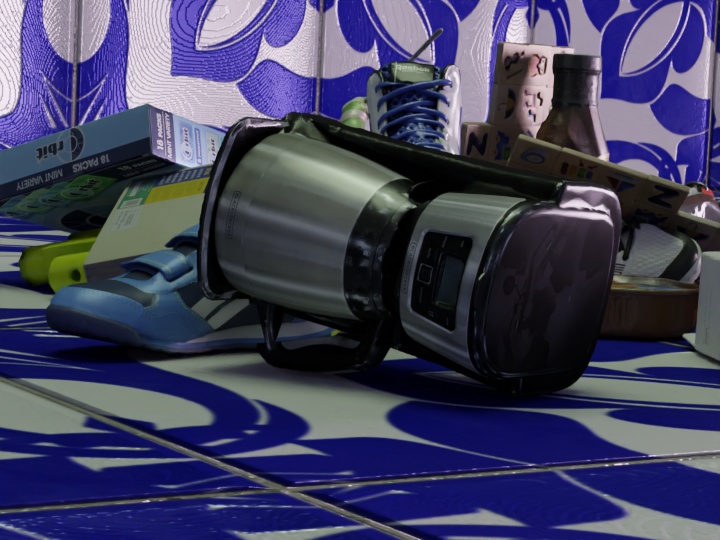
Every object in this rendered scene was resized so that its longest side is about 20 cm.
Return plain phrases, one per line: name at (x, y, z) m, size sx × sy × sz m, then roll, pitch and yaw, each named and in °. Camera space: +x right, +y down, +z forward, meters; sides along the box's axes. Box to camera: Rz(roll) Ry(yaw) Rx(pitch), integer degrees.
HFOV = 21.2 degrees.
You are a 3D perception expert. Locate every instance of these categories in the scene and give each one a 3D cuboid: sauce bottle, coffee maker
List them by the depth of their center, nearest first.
coffee maker at (0.041, -0.020, 1.076) m, size 0.200 × 0.135 × 0.192 m, roll 18°, pitch 34°, yaw 32°
sauce bottle at (0.172, -0.078, 1.583) m, size 0.066 × 0.201 × 0.066 m, roll 3°, pitch 7°, yaw 0°

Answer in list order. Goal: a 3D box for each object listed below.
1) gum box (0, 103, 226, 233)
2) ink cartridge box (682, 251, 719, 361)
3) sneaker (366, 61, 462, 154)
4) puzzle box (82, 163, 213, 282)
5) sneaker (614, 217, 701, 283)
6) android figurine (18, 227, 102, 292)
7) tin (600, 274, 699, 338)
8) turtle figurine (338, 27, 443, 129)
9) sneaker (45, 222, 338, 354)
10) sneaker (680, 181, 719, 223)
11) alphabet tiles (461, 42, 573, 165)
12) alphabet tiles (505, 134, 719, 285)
gum box at (-0.171, -0.069, 1.516) m, size 0.169 × 0.045 × 0.200 m, roll -14°, pitch -16°, yaw 30°
ink cartridge box at (0.281, 0.027, 1.199) m, size 0.116 × 0.068 × 0.200 m, roll 2°, pitch 5°, yaw -7°
sneaker at (0.032, -0.084, 1.308) m, size 0.080 × 0.116 × 0.199 m, roll -4°, pitch 8°, yaw 3°
puzzle box at (-0.109, -0.037, 1.330) m, size 0.133 × 0.026 × 0.200 m, roll -11°, pitch 18°, yaw 7°
sneaker at (0.155, -0.021, 1.443) m, size 0.199 × 0.076 × 0.088 m, roll 3°, pitch -40°, yaw 16°
android figurine at (-0.153, -0.018, 1.453) m, size 0.199 × 0.041 × 0.182 m, roll -7°, pitch 8°, yaw 26°
tin at (0.140, 0.022, 1.364) m, size 0.199 × 0.042 × 0.112 m, roll 4°, pitch 1°, yaw 5°
turtle figurine at (0.019, -0.072, 1.661) m, size 0.144 × 0.200 × 0.194 m, roll 42°, pitch -28°, yaw -20°
sneaker at (-0.100, 0.006, 1.154) m, size 0.200 × 0.083 × 0.074 m, roll -4°, pitch 9°, yaw -40°
sneaker at (0.252, -0.036, 1.560) m, size 0.200 × 0.082 × 0.077 m, roll 22°, pitch -24°, yaw -40°
alphabet tiles at (0.134, -0.088, 1.606) m, size 0.008 × 0.201 × 0.167 m, roll 14°, pitch 12°, yaw 40°
alphabet tiles at (0.199, -0.031, 1.484) m, size 0.199 × 0.008 × 0.167 m, roll 17°, pitch -29°, yaw 0°
